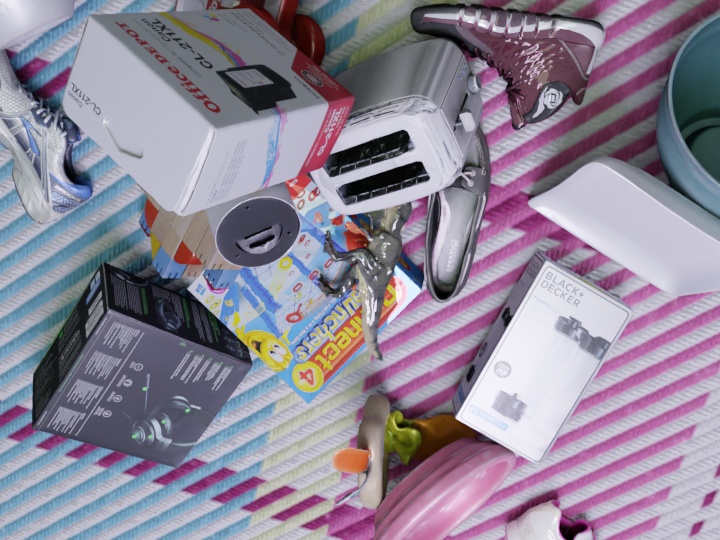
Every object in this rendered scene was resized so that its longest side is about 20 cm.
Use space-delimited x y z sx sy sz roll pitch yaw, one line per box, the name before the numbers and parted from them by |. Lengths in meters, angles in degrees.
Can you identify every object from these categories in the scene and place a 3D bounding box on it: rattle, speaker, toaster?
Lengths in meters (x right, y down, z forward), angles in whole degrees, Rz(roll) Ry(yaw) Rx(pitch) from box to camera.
rattle | 0.051 0.209 0.879 0.140 0.200 0.133 19 81 8
speaker | -0.119 -0.097 0.763 0.079 0.202 0.082 -13 137 -13
toaster | 0.024 -0.139 0.797 0.196 0.130 0.115 -13 126 26

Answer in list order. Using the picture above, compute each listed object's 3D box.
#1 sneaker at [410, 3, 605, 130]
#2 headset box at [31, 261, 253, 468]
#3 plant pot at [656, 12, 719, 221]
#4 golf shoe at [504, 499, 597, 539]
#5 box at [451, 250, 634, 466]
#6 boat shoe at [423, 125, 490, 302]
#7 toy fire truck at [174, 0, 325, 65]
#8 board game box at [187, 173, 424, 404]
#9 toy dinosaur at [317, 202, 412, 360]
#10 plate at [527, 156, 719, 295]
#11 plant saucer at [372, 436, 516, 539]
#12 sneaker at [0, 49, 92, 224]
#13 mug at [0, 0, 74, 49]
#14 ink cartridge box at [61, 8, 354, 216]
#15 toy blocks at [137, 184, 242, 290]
sneaker | 0.142 -0.204 0.814 0.195 0.076 0.118 8 111 5
headset box | -0.242 0.115 0.913 0.198 0.093 0.175 25 111 -34
plant pot | 0.366 -0.123 0.754 0.195 0.135 0.205 0 72 1
golf shoe | 0.267 0.361 0.965 0.199 0.075 0.092 42 104 -7
box | 0.197 0.096 0.888 0.115 0.060 0.203 29 100 -2
boat shoe | 0.105 -0.062 0.869 0.065 0.057 0.205 7 107 6
toy fire truck | -0.117 -0.291 0.814 0.166 0.112 0.204 27 112 22
board game box | -0.062 0.013 0.915 0.196 0.056 0.200 43 107 -5
toy dinosaur | 0.000 0.000 0.850 0.086 0.048 0.204 9 108 -4
plate | 0.280 -0.044 0.791 0.197 0.200 0.033 31 82 -2
plant saucer | 0.088 0.259 0.914 0.201 0.199 0.051 -50 62 17
sneaker | -0.362 -0.161 0.905 0.083 0.077 0.204 -17 111 2
mug | -0.395 -0.322 0.825 0.197 0.148 0.178 -13 112 32
ink cartridge box | -0.119 -0.141 0.666 0.145 0.199 0.083 41 122 12
toy blocks | -0.184 -0.054 0.869 0.200 0.099 0.138 45 116 28
